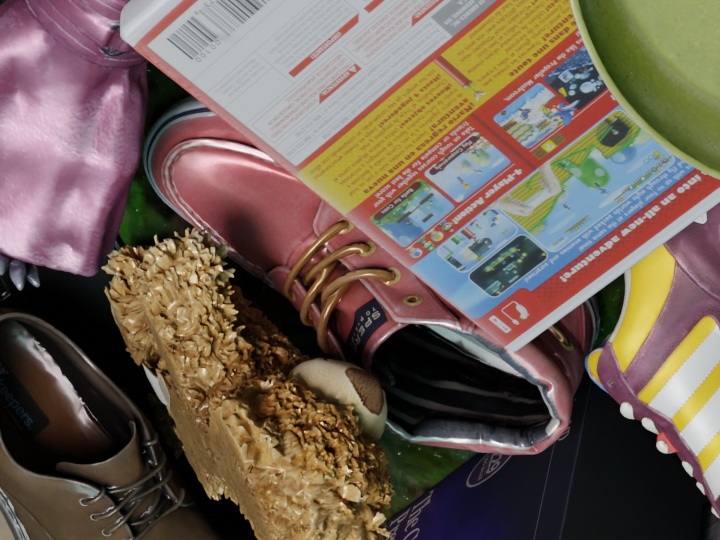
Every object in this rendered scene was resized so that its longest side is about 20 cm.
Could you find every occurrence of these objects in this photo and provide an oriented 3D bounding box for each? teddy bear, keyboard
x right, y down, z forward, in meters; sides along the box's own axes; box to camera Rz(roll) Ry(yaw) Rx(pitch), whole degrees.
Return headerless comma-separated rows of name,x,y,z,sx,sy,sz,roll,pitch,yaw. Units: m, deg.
teddy bear,-0.041,0.046,0.982,0.066,0.200,0.146,-27,97,-13
keyboard,-0.116,0.070,1.092,0.104,0.040,0.201,-27,109,-2

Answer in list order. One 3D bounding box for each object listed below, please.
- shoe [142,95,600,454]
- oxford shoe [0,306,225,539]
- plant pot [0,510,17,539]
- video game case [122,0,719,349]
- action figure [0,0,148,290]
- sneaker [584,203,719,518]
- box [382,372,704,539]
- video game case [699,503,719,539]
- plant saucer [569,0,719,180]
shoe,0.000,0.000,0.992,0.199,0.091,0.072,27,119,-3
oxford shoe,-0.099,0.098,1.010,0.200,0.073,0.084,48,156,-7
plant pot,-0.211,0.204,1.048,0.186,0.200,0.188,17,129,21
video game case,0.038,-0.068,0.864,0.143,0.018,0.200,-37,122,24
action figure,-0.094,-0.096,0.945,0.133,0.149,0.200,28,116,-19
sneaker,0.136,0.052,0.982,0.089,0.075,0.202,-10,90,10
box,0.055,0.147,0.993,0.141,0.200,0.079,-36,105,24
video game case,0.081,0.178,1.035,0.200,0.143,0.017,-39,102,26
plant saucer,0.156,-0.121,0.808,0.198,0.031,0.201,-4,113,-10
